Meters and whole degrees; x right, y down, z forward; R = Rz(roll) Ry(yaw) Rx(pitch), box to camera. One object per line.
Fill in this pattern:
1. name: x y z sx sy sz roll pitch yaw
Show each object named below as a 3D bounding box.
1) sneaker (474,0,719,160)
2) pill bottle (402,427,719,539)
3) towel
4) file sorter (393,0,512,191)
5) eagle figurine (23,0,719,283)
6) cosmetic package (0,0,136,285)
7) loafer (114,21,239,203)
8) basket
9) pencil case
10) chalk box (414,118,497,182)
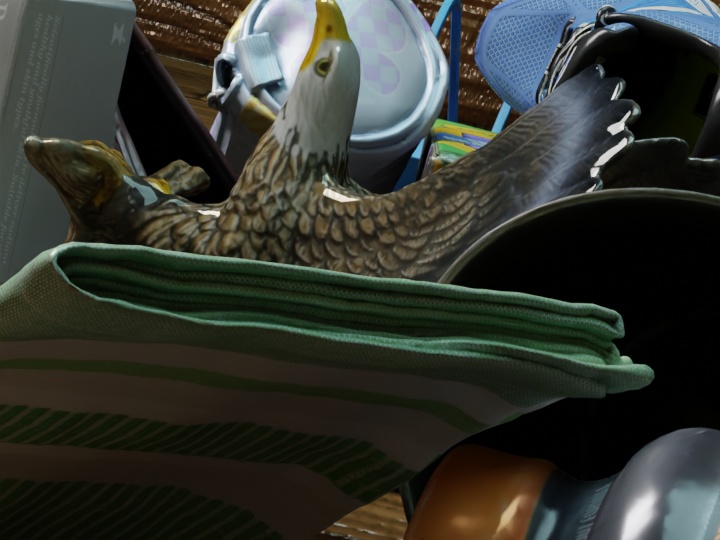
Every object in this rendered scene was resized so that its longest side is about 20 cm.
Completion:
1. sneaker: 0.100 -0.075 0.918 0.089 0.079 0.200 10 8 -34
2. pill bottle: 0.103 0.095 0.501 0.199 0.107 0.106 16 8 15
3. towel: -0.052 0.044 0.550 0.152 0.024 0.200 8 -24 -36
4. file sorter: 0.069 -0.041 1.146 0.198 0.139 0.123 15 52 13
5. eagle figurine: 0.000 -0.007 0.745 0.198 0.152 0.152 12 43 21
6. cosmetic package: -0.188 -0.065 0.850 0.199 0.108 0.090 14 7 22
7. loafer: -0.062 -0.018 0.894 0.200 0.063 0.072 49 23 18
8. basket: 0.104 0.059 0.675 0.180 0.136 0.200 42 7 7
9. pencil case: -0.031 -0.037 0.989 0.090 0.083 0.200 -24 -18 -25
10. chalk box: 0.073 0.016 0.965 0.123 0.126 0.200 13 9 1
